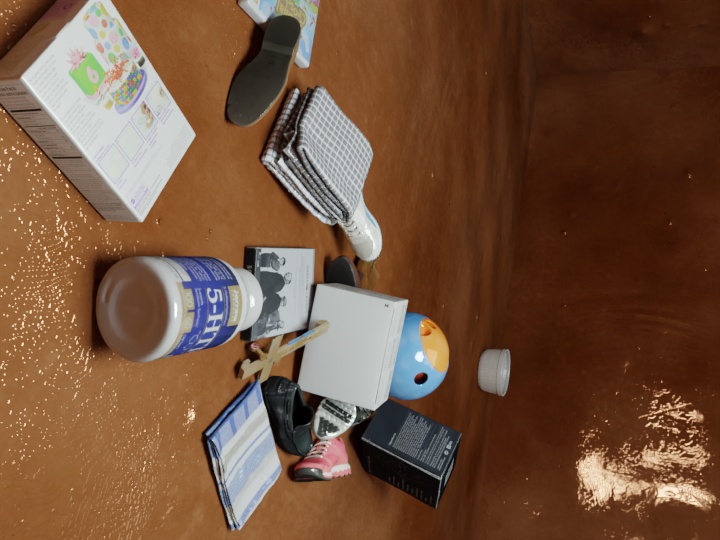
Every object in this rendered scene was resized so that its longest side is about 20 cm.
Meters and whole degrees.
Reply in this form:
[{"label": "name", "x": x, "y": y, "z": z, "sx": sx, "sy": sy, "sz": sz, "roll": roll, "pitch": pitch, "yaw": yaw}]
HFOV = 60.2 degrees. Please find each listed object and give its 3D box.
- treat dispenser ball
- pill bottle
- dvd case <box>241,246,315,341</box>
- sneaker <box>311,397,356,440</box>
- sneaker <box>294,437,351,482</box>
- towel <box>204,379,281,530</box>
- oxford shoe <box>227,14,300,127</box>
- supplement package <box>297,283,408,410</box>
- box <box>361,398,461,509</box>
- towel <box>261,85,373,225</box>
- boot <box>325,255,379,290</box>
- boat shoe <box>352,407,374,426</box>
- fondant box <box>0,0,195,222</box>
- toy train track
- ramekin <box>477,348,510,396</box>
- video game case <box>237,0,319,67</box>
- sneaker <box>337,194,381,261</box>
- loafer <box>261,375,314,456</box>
[{"label": "treat dispenser ball", "x": 0.105, "y": 0.196, "z": 1.431, "sx": 0.201, "sy": 0.200, "sz": 0.202, "roll": 4, "pitch": 90, "yaw": -66}, {"label": "pill bottle", "x": -0.213, "y": 0.042, "z": 0.777, "sx": 0.200, "sy": 0.119, "sz": 0.121, "roll": -4, "pitch": 98, "yaw": -66}, {"label": "dvd case", "x": -0.137, "y": 0.035, "z": 1.070, "sx": 0.200, "sy": 0.025, "sz": 0.151, "roll": -3, "pitch": 97, "yaw": -67}, {"label": "sneaker", "x": -0.049, "y": 0.279, "z": 1.236, "sx": 0.081, "sy": 0.075, "sz": 0.200, "roll": -53, "pitch": 178, "yaw": 28}, {"label": "sneaker", "x": -0.080, "y": 0.369, "z": 1.228, "sx": 0.200, "sy": 0.073, "sz": 0.087, "roll": 34, "pitch": 50, "yaw": -68}, {"label": "towel", "x": -0.183, "y": 0.298, "z": 1.003, "sx": 0.147, "sy": 0.024, "sz": 0.201, "roll": -47, "pitch": 137, "yaw": -52}, {"label": "oxford shoe", "x": -0.141, "y": -0.292, "z": 0.955, "sx": 0.071, "sy": 0.071, "sz": 0.201, "roll": 104, "pitch": 10, "yaw": -69}, {"label": "supplement package", "x": -0.014, "y": 0.137, "z": 1.165, "sx": 0.111, "sy": 0.155, "sz": 0.201, "roll": 4, "pitch": 98, "yaw": -75}, {"label": "box", "x": 0.116, "y": 0.423, "z": 1.438, "sx": 0.124, "sy": 0.196, "sz": 0.201, "roll": -57, "pitch": 158, "yaw": -32}, {"label": "towel", "x": -0.062, "y": -0.200, "z": 1.076, "sx": 0.200, "sy": 0.085, "sz": 0.166, "roll": 47, "pitch": 50, "yaw": -42}, {"label": "boot", "x": 0.000, "y": 0.000, "z": 1.326, "sx": 0.200, "sy": 0.068, "sz": 0.189, "roll": -61, "pitch": 145, "yaw": -46}, {"label": "boat shoe", "x": 0.001, "y": 0.305, "z": 1.392, "sx": 0.200, "sy": 0.056, "sz": 0.069, "roll": -25, "pitch": 117, "yaw": -64}, {"label": "fondant box", "x": -0.277, "y": -0.171, "z": 0.671, "sx": 0.200, "sy": 0.058, "sz": 0.145, "roll": 66, "pitch": 36, "yaw": -49}, {"label": "toy train track", "x": -0.131, "y": 0.124, "z": 1.048, "sx": 0.200, "sy": 0.033, "sz": 0.115, "roll": -25, "pitch": 149, "yaw": -44}, {"label": "ramekin", "x": 0.574, "y": 0.432, "z": 2.669, "sx": 0.200, "sy": 0.104, "sz": 0.202, "roll": 5, "pitch": 90, "yaw": -66}, {"label": "video game case", "x": -0.123, "y": -0.463, "z": 1.015, "sx": 0.200, "sy": 0.022, "sz": 0.183, "roll": 26, "pitch": 70, "yaw": -65}, {"label": "sneaker", "x": -0.022, "y": -0.108, "z": 1.225, "sx": 0.081, "sy": 0.076, "sz": 0.201, "roll": -35, "pitch": 105, "yaw": -58}, {"label": "loafer", "x": -0.116, "y": 0.266, "z": 1.100, "sx": 0.068, "sy": 0.070, "sz": 0.201, "roll": -62, "pitch": 148, "yaw": -43}]
